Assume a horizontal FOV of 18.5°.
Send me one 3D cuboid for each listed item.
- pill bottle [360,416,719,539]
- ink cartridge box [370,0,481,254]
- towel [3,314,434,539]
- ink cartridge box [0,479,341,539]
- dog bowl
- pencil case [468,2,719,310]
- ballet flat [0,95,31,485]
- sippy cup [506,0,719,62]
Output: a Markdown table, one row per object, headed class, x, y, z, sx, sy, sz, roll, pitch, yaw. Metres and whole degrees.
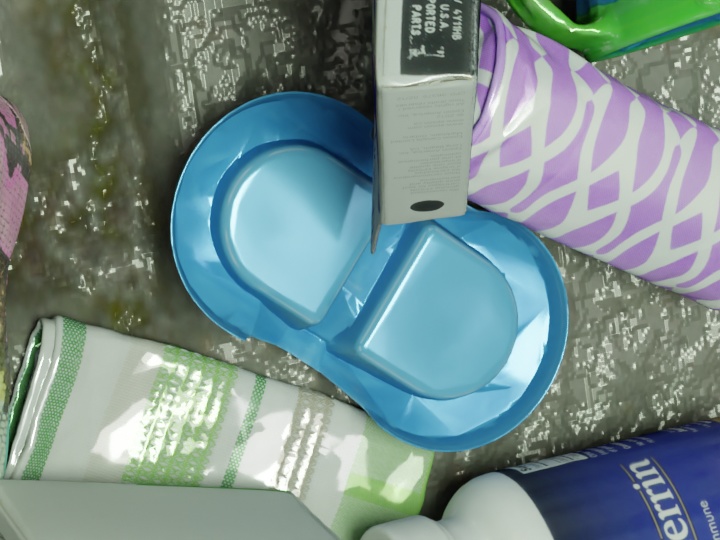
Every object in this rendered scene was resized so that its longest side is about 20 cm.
| class | x | y | z | sx | sy | sz | roll | pitch | yaw |
| --- | --- | --- | --- | --- | --- | --- | --- | --- | --- |
| pill bottle | 0.104 | 0.140 | 1.006 | 0.198 | 0.116 | 0.117 | -12 | 100 | -21 |
| ink cartridge box | 0.026 | -0.129 | 0.884 | 0.043 | 0.200 | 0.200 | 2 | 73 | -1 |
| towel | -0.072 | 0.117 | 0.999 | 0.198 | 0.031 | 0.151 | 18 | 91 | -19 |
| ink cartridge box | -0.094 | 0.199 | 0.942 | 0.144 | 0.087 | 0.202 | 5 | 102 | -24 |
| dog bowl | 0.000 | 0.000 | 0.999 | 0.199 | 0.050 | 0.112 | 33 | 86 | -18 |
| pencil case | 0.110 | -0.051 | 0.992 | 0.199 | 0.086 | 0.084 | 24 | 128 | -32 |
| ballet flat | -0.180 | 0.021 | 0.928 | 0.068 | 0.071 | 0.202 | 9 | 93 | 15 |
| sippy cup | 0.145 | -0.175 | 0.991 | 0.177 | 0.139 | 0.132 | -20 | 92 | -52 |
